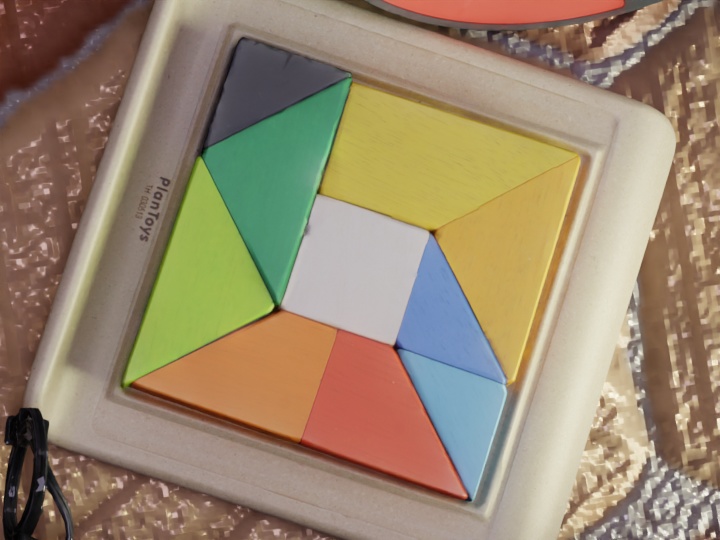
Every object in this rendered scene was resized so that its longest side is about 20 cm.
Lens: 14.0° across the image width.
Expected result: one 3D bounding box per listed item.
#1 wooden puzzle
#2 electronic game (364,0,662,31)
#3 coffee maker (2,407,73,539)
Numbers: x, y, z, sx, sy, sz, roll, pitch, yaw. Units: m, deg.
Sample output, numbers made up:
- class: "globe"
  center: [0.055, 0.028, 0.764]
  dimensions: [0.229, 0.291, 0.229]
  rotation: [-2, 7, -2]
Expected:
- class: "wooden puzzle"
  center: [0.000, 0.000, 1.041]
  dimensions: [0.200, 0.037, 0.185]
  rotation: [19, 81, -8]
- class: "electronic game"
  center: [0.073, -0.144, 0.993]
  dimensions: [0.200, 0.200, 0.042]
  rotation: [-6, 60, -11]
- class: "coffee maker"
  center: [-0.019, 0.146, 0.972]
  dimensions: [0.200, 0.135, 0.192]
  rotation: [3, 88, -12]
